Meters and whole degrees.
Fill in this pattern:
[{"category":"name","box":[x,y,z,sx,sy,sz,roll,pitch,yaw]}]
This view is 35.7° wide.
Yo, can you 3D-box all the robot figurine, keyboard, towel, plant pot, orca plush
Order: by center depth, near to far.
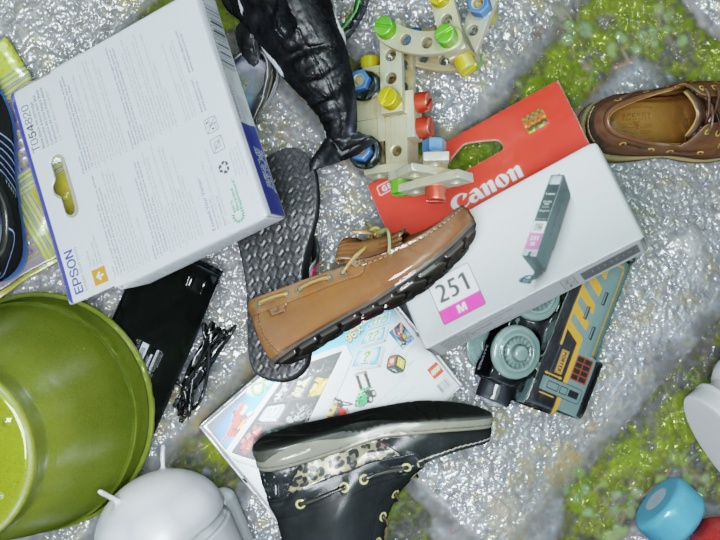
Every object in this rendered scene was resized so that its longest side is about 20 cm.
[{"category":"plant pot","box":[-0.278,0.124,0.858,0.197,0.193,0.203,0,92,4]},{"category":"orca plush","box":[-0.061,-0.179,0.896,0.104,0.071,0.203,-10,95,20]},{"category":"robot figurine","box":[-0.145,0.248,0.913,0.112,0.169,0.202,-16,103,32]},{"category":"keyboard","box":[-0.174,0.083,0.966,0.103,0.040,0.202,26,96,9]},{"category":"towel","box":[-0.318,-0.084,0.966,0.142,0.023,0.202,-27,90,-5]}]

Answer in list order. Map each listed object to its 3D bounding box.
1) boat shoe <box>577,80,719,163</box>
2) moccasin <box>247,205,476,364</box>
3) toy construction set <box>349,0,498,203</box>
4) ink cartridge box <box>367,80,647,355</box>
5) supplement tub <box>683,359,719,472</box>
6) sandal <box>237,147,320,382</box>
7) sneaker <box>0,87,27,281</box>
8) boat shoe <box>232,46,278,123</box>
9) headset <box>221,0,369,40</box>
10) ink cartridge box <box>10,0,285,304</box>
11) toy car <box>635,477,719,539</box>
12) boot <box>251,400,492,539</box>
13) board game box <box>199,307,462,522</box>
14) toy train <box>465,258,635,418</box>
[{"category":"boat shoe","box":[0.297,-0.134,1.004,0.197,0.068,0.073,-7,88,-6]},{"category":"moccasin","box":[0.001,0.000,0.905,0.200,0.074,0.078,-30,77,15]},{"category":"toy construction set","box":[0.053,-0.141,0.953,0.130,0.092,0.202,-6,64,23]},{"category":"ink cartridge box","box":[0.113,-0.051,0.938,0.198,0.044,0.175,-28,68,12]},{"category":"supplement tub","box":[0.397,0.102,0.967,0.199,0.140,0.141,-35,91,-6]},{"category":"sandal","box":[-0.068,-0.005,0.971,0.074,0.045,0.203,-1,84,15]},{"category":"sneaker","box":[-0.318,-0.089,0.916,0.069,0.078,0.203,-15,89,-6]},{"category":"boat shoe","box":[-0.132,-0.107,0.963,0.070,0.066,0.201,34,85,-3]},{"category":"headset","box":[-0.081,-0.273,0.961,0.199,0.094,0.124,37,84,-4]},{"category":"ink cartridge box","box":[-0.179,-0.097,0.924,0.198,0.041,0.202,-22,80,20]},{"category":"toy car","box":[0.306,0.296,0.920,0.184,0.200,0.177,42,84,-3]},{"category":"boot","box":[0.019,0.197,0.933,0.201,0.073,0.156,-9,96,-8]},{"category":"board game box","box":[-0.026,0.117,0.979,0.199,0.035,0.127,-40,92,-6]},{"category":"toy train","box":[0.170,0.033,0.983,0.113,0.085,0.202,23,83,-16]}]
